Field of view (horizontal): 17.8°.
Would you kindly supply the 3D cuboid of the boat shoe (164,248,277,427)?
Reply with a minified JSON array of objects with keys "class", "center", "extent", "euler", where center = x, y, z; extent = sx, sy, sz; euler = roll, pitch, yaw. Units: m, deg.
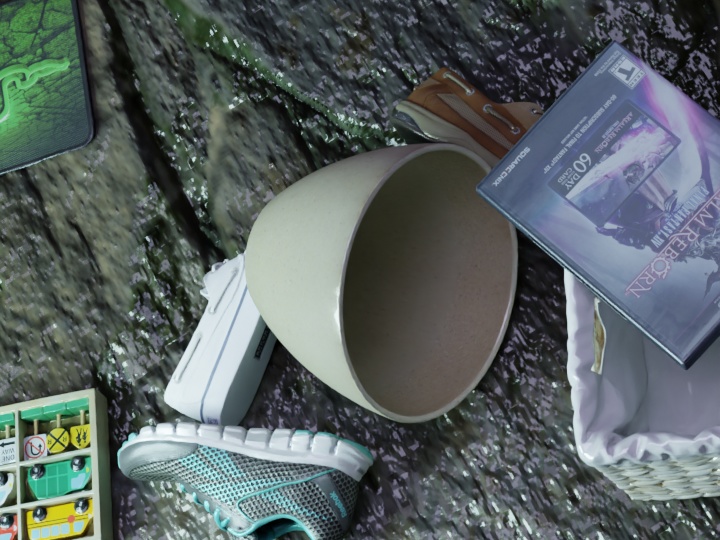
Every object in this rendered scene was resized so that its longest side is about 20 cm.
[{"class":"boat shoe","center":[-0.092,0.020,1.755],"extent":[0.065,0.074,0.201],"euler":[19,75,21]}]

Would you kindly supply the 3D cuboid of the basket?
[{"class":"basket","center":[0.251,0.048,1.579],"extent":[0.199,0.161,0.199],"euler":[-8,68,15]}]

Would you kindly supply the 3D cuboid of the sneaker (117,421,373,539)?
[{"class":"sneaker","center":[-0.092,0.163,1.702],"extent":[0.199,0.078,0.092],"euler":[2,75,21]}]

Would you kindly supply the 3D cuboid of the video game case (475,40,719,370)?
[{"class":"video game case","center":[0.194,-0.047,1.540],"extent":[0.143,0.019,0.200],"euler":[-47,61,-3]}]

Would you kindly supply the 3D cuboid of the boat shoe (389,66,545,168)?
[{"class":"boat shoe","center":[0.115,-0.095,1.730],"extent":[0.200,0.076,0.074],"euler":[32,79,25]}]

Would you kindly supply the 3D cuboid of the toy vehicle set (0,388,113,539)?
[{"class":"toy vehicle set","center":[-0.290,0.172,1.789],"extent":[0.199,0.027,0.125],"euler":[-12,66,14]}]

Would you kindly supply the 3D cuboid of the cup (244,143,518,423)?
[{"class":"cup","center":[0.000,0.000,1.682],"extent":[0.143,0.200,0.201],"euler":[11,73,41]}]

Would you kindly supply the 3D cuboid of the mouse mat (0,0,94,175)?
[{"class":"mouse mat","center":[-0.322,-0.148,1.935],"extent":[0.199,0.008,0.162],"euler":[-17,65,13]}]
